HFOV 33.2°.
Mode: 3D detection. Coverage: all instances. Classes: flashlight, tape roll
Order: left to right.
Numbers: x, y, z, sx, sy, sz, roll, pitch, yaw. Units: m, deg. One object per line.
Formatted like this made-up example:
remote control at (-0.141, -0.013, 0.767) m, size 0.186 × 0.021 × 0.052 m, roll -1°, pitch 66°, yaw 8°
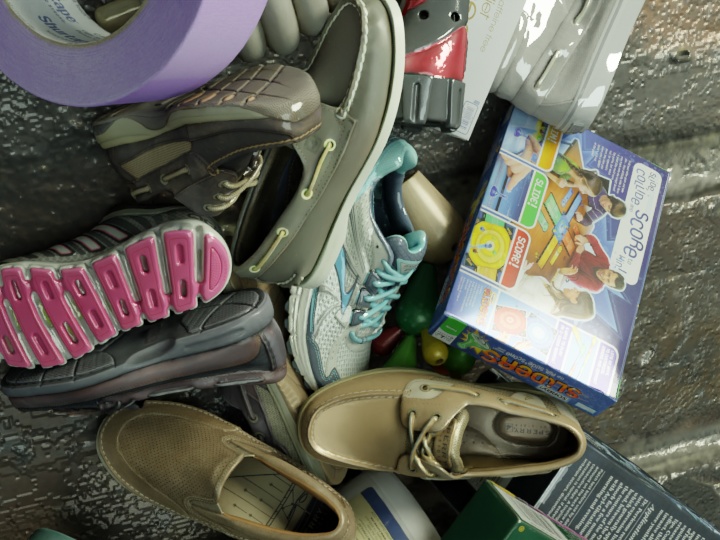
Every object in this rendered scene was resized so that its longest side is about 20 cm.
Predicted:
tape roll at (-0.144, -0.197, 0.683) m, size 0.065 × 0.197 × 0.204 m, roll -19°, pitch 121°, yaw -60°
flashlight at (0.040, -0.192, 0.773) m, size 0.067 × 0.067 × 0.204 m, roll -1°, pitch 94°, yaw -56°

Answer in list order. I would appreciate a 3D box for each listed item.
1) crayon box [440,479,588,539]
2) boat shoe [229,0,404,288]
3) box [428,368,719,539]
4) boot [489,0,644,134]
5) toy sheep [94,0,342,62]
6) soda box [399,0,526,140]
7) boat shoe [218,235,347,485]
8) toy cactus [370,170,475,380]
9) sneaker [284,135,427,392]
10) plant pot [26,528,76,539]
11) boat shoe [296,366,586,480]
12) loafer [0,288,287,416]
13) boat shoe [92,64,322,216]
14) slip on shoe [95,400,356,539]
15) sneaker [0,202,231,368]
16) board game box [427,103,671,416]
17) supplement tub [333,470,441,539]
crayon box at (0.114, 0.266, 0.846) m, size 0.199 × 0.058 × 0.174 m, roll 33°, pitch 96°, yaw -29°
boat shoe at (-0.029, -0.079, 0.756) m, size 0.060 × 0.072 × 0.204 m, roll 3°, pitch 120°, yaw -33°
box at (0.173, 0.191, 0.961) m, size 0.199 × 0.148 × 0.108 m, roll 34°, pitch 92°, yaw -28°
boot at (0.154, -0.207, 0.873) m, size 0.094 × 0.074 × 0.203 m, roll 23°, pitch 81°, yaw -6°
toy sheep at (-0.074, -0.196, 0.753) m, size 0.197 × 0.138 × 0.139 m, roll -22°, pitch 114°, yaw 1°
soda box at (0.076, -0.199, 0.843) m, size 0.063 × 0.068 × 0.203 m, roll 20°, pitch 98°, yaw -26°
boat shoe at (-0.073, 0.073, 0.869) m, size 0.064 × 0.072 × 0.202 m, roll -17°, pitch 113°, yaw 20°
toy cactus at (0.077, 0.001, 0.908) m, size 0.199 × 0.102 × 0.166 m, roll -35°, pitch 97°, yaw -6°
sneaker at (0.000, 0.000, 0.841) m, size 0.077 × 0.085 × 0.204 m, roll -21°, pitch 115°, yaw -60°
plant pot at (-0.207, 0.263, 0.818) m, size 0.201 × 0.199 × 0.135 m, roll 48°, pitch 59°, yaw -27°
boat shoe at (0.054, 0.107, 0.824) m, size 0.196 × 0.065 × 0.073 m, roll -2°, pitch 99°, yaw -2°
loafer at (-0.143, 0.070, 0.804) m, size 0.197 × 0.072 × 0.064 m, roll -16°, pitch 113°, yaw 13°
boat shoe at (-0.088, -0.077, 0.741) m, size 0.074 × 0.198 × 0.074 m, roll -32°, pitch 111°, yaw -34°
slip on shoe at (-0.094, 0.144, 0.833) m, size 0.198 × 0.061 × 0.077 m, roll 28°, pitch 71°, yaw 10°
sneaker at (-0.175, 0.004, 0.804) m, size 0.197 × 0.088 × 0.075 m, roll -18°, pitch 110°, yaw 8°
board game box at (0.139, -0.015, 0.861) m, size 0.134 × 0.035 × 0.202 m, roll 26°, pitch 59°, yaw -6°
supplement tub at (-0.029, 0.256, 0.900) m, size 0.198 × 0.144 × 0.146 m, roll -31°, pitch 115°, yaw -10°
